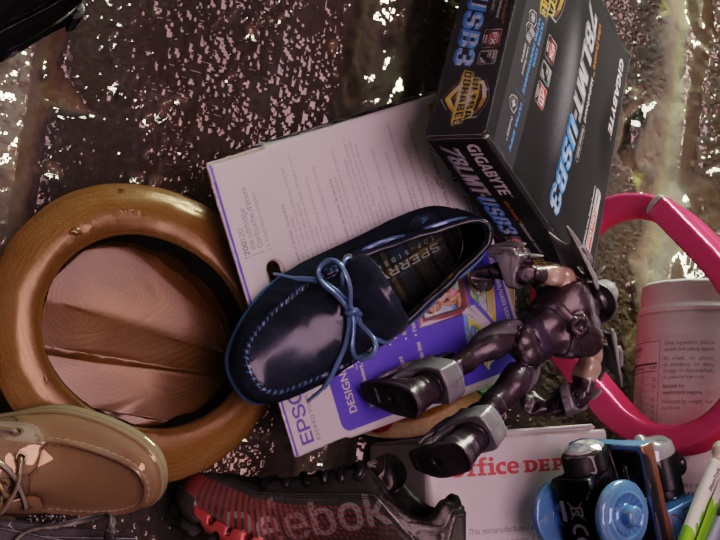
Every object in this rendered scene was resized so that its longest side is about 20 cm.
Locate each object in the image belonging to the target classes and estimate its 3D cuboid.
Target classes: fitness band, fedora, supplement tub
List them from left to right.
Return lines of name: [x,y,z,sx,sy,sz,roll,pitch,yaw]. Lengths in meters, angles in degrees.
fedora: [-0.150,0.041,1.567,0.200,0.082,0.201,3,83,-27]
fitness band: [0.198,0.035,1.692,0.144,0.200,0.037,-49,146,17]
supplement tub: [0.256,0.113,1.740,0.132,0.132,0.200,9,81,-26]

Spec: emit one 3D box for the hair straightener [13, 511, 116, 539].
hair straightener: [-0.200,0.221,1.417,0.077,0.041,0.200,35,71,-19]

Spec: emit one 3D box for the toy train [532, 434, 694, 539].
toy train: [0.183,0.199,1.626,0.114,0.087,0.200,-20,100,-40]

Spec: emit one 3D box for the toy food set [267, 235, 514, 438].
toy food set: [0.026,0.013,1.679,0.198,0.049,0.200,-14,90,-28]

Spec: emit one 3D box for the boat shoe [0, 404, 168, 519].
boat shoe: [-0.215,0.122,1.479,0.200,0.065,0.071,5,117,13]

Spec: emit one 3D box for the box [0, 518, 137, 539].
box: [-0.223,0.251,1.489,0.132,0.115,0.200,10,79,-24]

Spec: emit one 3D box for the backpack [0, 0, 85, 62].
backpack: [-0.276,-0.167,1.497,0.200,0.163,0.154,-41,94,-18]

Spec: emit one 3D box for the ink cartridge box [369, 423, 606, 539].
ink cartridge box: [0.092,0.207,1.671,0.144,0.085,0.200,-1,87,-28]

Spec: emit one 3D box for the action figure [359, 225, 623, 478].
action figure: [0.100,0.051,1.604,0.200,0.069,0.130,-33,101,-33]

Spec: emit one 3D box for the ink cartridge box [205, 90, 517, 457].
ink cartridge box: [0.000,0.000,1.610,0.200,0.043,0.198,-18,94,-34]

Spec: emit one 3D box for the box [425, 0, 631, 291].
box: [0.119,-0.118,1.664,0.199,0.050,0.200,51,45,-49]

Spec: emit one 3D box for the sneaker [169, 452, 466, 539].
sneaker: [-0.021,0.154,1.586,0.200,0.071,0.098,17,96,11]

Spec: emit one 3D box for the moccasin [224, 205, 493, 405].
moccasin: [0.000,0.011,1.543,0.200,0.068,0.081,-40,105,-29]

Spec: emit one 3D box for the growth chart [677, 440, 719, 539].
growth chart: [0.270,0.201,1.644,0.200,0.018,0.145,41,59,-35]
